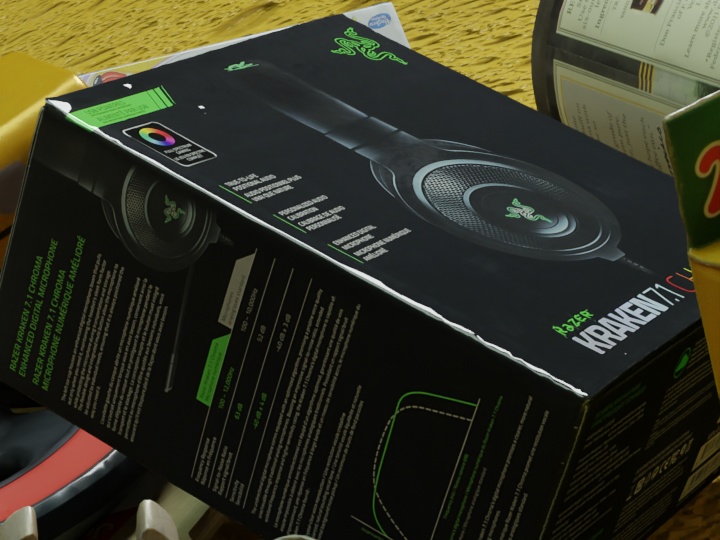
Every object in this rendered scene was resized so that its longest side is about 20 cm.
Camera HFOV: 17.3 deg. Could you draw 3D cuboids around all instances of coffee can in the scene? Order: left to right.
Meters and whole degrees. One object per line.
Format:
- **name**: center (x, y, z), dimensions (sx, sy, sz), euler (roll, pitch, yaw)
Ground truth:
- **coffee can**: center (0.172, -0.067, 0.868), dimensions (0.146, 0.147, 0.200), euler (-23, 23, -17)

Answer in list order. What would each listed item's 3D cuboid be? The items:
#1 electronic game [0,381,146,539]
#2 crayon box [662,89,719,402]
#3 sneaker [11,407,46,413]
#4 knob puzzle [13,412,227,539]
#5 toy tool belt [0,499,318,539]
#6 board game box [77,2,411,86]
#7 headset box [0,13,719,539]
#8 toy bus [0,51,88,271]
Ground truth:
- **electronic game**: center (-0.159, 0.068, 0.837), dimensions (0.199, 0.042, 0.200), euler (-14, 21, 5)
- **crayon box**: center (0.149, 0.036, 0.553), dimensions (0.127, 0.201, 0.051), euler (-27, 24, -25)
- **sneaker**: center (-0.072, -0.024, 0.963), dimensions (0.199, 0.116, 0.074), euler (-30, 56, -20)
- **knob puzzle**: center (-0.137, 0.110, 0.817), dimensions (0.218, 0.031, 0.220), euler (-14, 21, 5)
- **toy tool belt**: center (-0.076, 0.120, 0.570), dimensions (0.200, 0.123, 0.125), euler (-34, 53, -12)
- **board game box**: center (-0.088, -0.055, 1.050), dimensions (0.199, 0.034, 0.134), euler (-16, -14, -24)
- **headset box**: center (0.009, 0.007, 0.724), dimensions (0.199, 0.093, 0.174), euler (28, 27, 22)
- **toy bus**: center (-0.142, -0.011, 0.834), dimensions (0.200, 0.079, 0.065), euler (-38, 36, -23)
